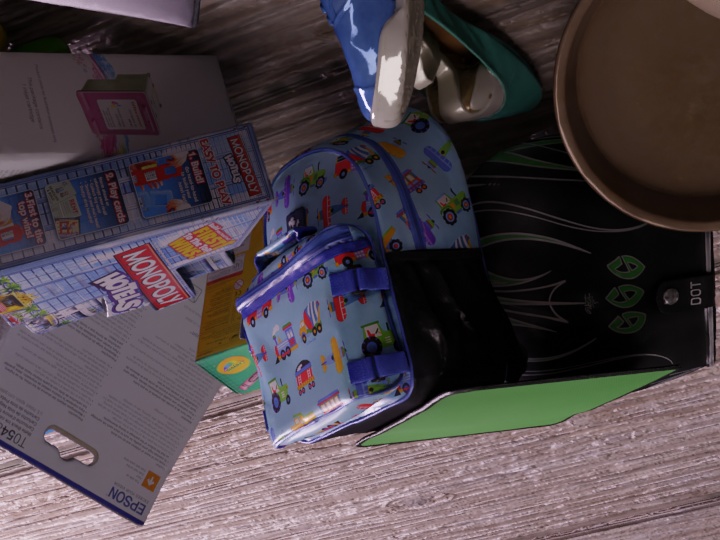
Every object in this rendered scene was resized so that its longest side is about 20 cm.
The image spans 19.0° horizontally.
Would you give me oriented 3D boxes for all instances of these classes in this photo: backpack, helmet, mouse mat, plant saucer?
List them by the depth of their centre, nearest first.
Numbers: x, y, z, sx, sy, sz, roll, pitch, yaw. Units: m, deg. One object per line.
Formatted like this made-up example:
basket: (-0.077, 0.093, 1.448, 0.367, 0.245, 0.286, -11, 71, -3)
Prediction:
plant saucer: (0.217, -0.122, 1.348, 0.198, 0.030, 0.202, -1, 111, -3)
mouse mat: (0.098, 0.088, 1.388, 0.160, 0.008, 0.200, -5, 168, -21)
backpack: (0.000, 0.000, 1.402, 0.134, 0.202, 0.182, -6, 169, -33)
helmet: (0.146, -0.003, 1.470, 0.189, 0.201, 0.201, -2, 146, 9)

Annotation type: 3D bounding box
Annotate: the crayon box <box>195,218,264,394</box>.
crayon box: (-0.024, 0.006, 1.579, 0.199, 0.120, 0.058, -18, 140, 32)

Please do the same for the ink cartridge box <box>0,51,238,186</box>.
ink cartridge box: (-0.199, -0.077, 1.452, 0.199, 0.085, 0.144, -2, 155, -35)

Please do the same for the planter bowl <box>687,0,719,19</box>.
planter bowl: (0.194, -0.239, 1.137, 0.134, 0.201, 0.201, 26, 151, 17)

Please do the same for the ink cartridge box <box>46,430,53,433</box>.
ink cartridge box: (-0.291, 0.050, 1.666, 0.116, 0.068, 0.200, -20, 138, 34)

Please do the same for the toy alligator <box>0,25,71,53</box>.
toy alligator: (-0.296, -0.130, 1.474, 0.198, 0.055, 0.059, -2, 146, 11)

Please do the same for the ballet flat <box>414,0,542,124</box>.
ballet flat: (0.047, -0.136, 1.398, 0.067, 0.071, 0.200, -21, 138, 34)

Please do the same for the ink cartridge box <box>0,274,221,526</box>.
ink cartridge box: (-0.193, 0.066, 1.638, 0.199, 0.201, 0.040, 37, 168, -38)

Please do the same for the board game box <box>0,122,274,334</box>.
board game box: (-0.148, -0.022, 1.426, 0.198, 0.062, 0.200, -19, 160, 3)

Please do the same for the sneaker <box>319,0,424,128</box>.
sneaker: (-0.021, -0.184, 1.284, 0.110, 0.077, 0.201, 4, 119, 10)

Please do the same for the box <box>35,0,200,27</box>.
box: (-0.122, -0.271, 1.106, 0.122, 0.200, 0.200, 8, 146, -4)
